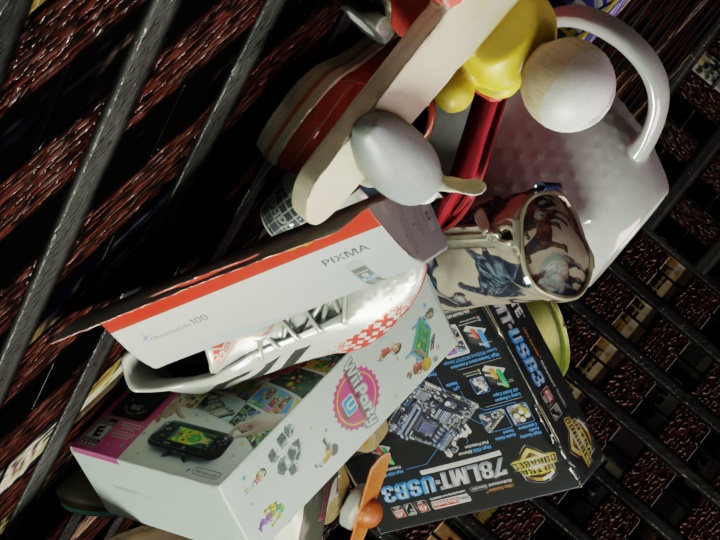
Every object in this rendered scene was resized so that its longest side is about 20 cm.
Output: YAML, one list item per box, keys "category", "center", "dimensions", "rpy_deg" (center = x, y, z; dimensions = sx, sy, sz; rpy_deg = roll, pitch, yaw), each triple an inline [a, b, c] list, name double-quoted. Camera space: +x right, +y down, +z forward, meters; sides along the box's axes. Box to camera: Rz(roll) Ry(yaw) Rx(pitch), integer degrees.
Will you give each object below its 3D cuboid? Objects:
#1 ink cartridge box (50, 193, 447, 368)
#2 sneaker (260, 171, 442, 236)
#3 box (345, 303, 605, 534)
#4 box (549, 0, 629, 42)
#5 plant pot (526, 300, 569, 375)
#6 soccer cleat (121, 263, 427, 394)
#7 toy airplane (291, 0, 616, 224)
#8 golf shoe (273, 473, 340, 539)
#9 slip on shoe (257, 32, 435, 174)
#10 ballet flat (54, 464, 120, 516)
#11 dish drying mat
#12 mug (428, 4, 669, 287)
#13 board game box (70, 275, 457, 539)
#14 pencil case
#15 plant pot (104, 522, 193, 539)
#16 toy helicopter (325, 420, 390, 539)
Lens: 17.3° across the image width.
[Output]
- category: "ink cartridge box"
  center: [-0.051, 0.011, 1.215]
  dimensions: [0.160, 0.047, 0.200]
  rpy_deg: [-21, -176, 15]
- category: "sneaker"
  center: [-0.006, -0.055, 1.433]
  dimensions: [0.080, 0.076, 0.200]
  rpy_deg: [-39, 172, 12]
- category: "box"
  center: [0.053, 0.086, 1.751]
  dimensions: [0.200, 0.199, 0.050]
  rpy_deg: [-19, -163, 40]
- category: "box"
  center: [0.185, -0.234, 1.690]
  dimensions: [0.200, 0.064, 0.070]
  rpy_deg: [-47, 173, -20]
- category: "plant pot"
  center: [0.033, 0.062, 1.930]
  dimensions: [0.193, 0.200, 0.200]
  rpy_deg: [-35, 169, -22]
- category: "soccer cleat"
  center: [-0.050, 0.027, 1.360]
  dimensions: [0.200, 0.069, 0.085]
  rpy_deg: [-22, 177, 31]
- category: "toy airplane"
  center: [0.062, -0.122, 1.095]
  dimensions: [0.199, 0.141, 0.200]
  rpy_deg: [-42, 171, -49]
- category: "golf shoe"
  center: [-0.052, 0.107, 1.551]
  dimensions: [0.077, 0.088, 0.200]
  rpy_deg: [-17, -146, 18]
- category: "slip on shoe"
  center: [0.012, -0.088, 1.260]
  dimensions: [0.074, 0.061, 0.200]
  rpy_deg: [-55, 174, 29]
- category: "ballet flat"
  center: [-0.119, 0.120, 1.562]
  dimensions: [0.200, 0.067, 0.064]
  rpy_deg: [-1, 105, -47]
- category: "dish drying mat"
  center: [0.087, -0.125, 1.499]
  dimensions: [0.077, 0.018, 0.200]
  rpy_deg: [120, -12, -69]
- category: "mug"
  center: [0.128, -0.093, 1.606]
  dimensions: [0.148, 0.175, 0.200]
  rpy_deg: [-43, 171, -51]
- category: "board game box"
  center: [-0.059, 0.076, 1.462]
  dimensions: [0.147, 0.064, 0.200]
  rpy_deg: [10, -134, 45]
- category: "pencil case"
  center: [0.050, -0.012, 1.556]
  dimensions: [0.200, 0.089, 0.078]
  rpy_deg: [-5, -117, 38]
- category: "plant pot"
  center: [-0.146, 0.264, 1.521]
  dimensions: [0.200, 0.175, 0.200]
  rpy_deg: [-22, 172, -3]
- category: "toy helicopter"
  center: [-0.025, 0.139, 1.704]
  dimensions: [0.079, 0.132, 0.200]
  rpy_deg: [-46, 180, -30]
